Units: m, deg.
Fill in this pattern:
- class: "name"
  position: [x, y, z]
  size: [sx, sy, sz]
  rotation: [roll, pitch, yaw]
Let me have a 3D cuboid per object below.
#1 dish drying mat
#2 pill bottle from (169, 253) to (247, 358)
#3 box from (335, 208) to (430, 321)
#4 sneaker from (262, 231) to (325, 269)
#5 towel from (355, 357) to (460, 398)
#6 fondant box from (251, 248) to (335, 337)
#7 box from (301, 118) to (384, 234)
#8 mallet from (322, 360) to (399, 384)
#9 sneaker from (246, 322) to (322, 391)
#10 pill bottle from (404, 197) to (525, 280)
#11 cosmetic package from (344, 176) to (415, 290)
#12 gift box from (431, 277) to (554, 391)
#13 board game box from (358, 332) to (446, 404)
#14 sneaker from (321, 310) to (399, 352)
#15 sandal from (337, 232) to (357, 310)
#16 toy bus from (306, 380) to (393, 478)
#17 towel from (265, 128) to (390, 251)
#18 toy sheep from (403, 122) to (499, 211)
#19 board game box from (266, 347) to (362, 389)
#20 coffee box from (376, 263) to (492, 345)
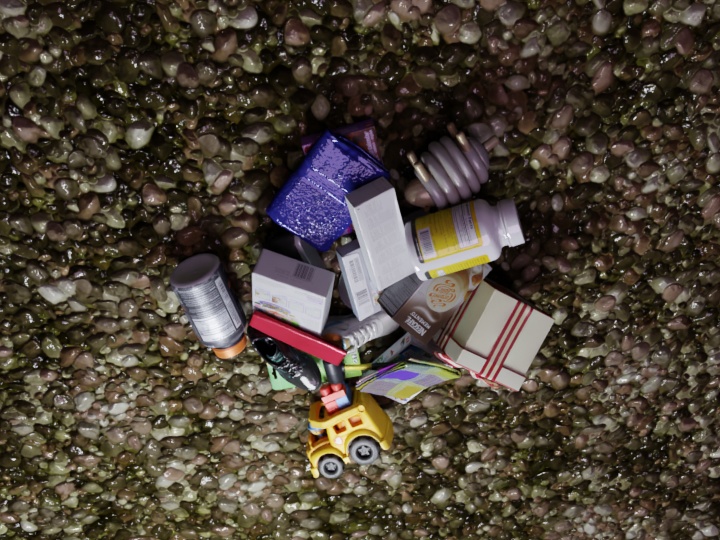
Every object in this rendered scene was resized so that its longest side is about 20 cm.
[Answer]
- class: "dish drying mat"
  position: [-0.124, 0.132, 1.583]
  size: [0.197, 0.018, 0.077]
  rotation: [24, 150, -6]
- class: "pill bottle"
  position: [-0.287, 0.076, 1.567]
  size: [0.104, 0.107, 0.202]
  rotation: [-16, 124, 4]
- class: "box"
  position: [0.062, -0.012, 1.560]
  size: [0.197, 0.041, 0.158]
  rotation: [-25, 125, -12]
- class: "sneaker"
  position: [-0.129, 0.000, 1.568]
  size: [0.097, 0.071, 0.202]
  rotation: [-7, 134, 16]
- class: "towel"
  position: [0.095, 0.225, 1.645]
  size: [0.142, 0.023, 0.199]
  rotation: [17, 150, -30]
- class: "fondant box"
  position: [-0.130, 0.051, 1.525]
  size: [0.142, 0.059, 0.201]
  rotation: [19, 150, 3]
- class: "box"
  position: [-0.019, -0.167, 1.483]
  size: [0.134, 0.039, 0.202]
  rotation: [-14, 124, 3]
- class: "mallet"
  position: [0.019, 0.208, 1.678]
  size: [0.196, 0.041, 0.067]
  rotation: [2, 130, 10]
- class: "sneaker"
  position: [-0.159, 0.186, 1.648]
  size: [0.200, 0.079, 0.075]
  rotation: [42, 98, -14]
- class: "pill bottle"
  position: [0.185, -0.061, 1.420]
  size: [0.197, 0.112, 0.112]
  rotation: [-16, 125, 14]
- class: "cosmetic package"
  position: [0.037, -0.064, 1.451]
  size: [0.082, 0.051, 0.202]
  rotation: [-27, 132, -12]
- class: "gift box"
  position: [0.254, 0.123, 1.624]
  size: [0.182, 0.200, 0.189]
  rotation: [26, 97, -18]
- class: "board game box"
  position: [0.100, 0.210, 1.716]
  size: [0.125, 0.035, 0.200]
  rotation: [26, 134, -22]
- class: "sneaker"
  position: [-0.009, 0.128, 1.654]
  size: [0.196, 0.081, 0.078]
  rotation: [-13, 123, 0]
- class: "sandal"
  position: [0.000, 0.000, 1.591]
  size: [0.074, 0.045, 0.203]
  rotation: [4, 123, -12]
- class: "toy bus"
  position: [-0.051, 0.331, 1.762]
  size: [0.198, 0.136, 0.194]
  rotation: [-26, 111, 13]
- class: "towel"
  position: [-0.060, -0.144, 1.443]
  size: [0.147, 0.050, 0.201]
  rotation: [33, 112, -21]
- class: "toy sheep"
  position: [0.165, -0.183, 1.446]
  size: [0.198, 0.139, 0.139]
  rotation: [-32, 122, 6]
- class: "board game box"
  position: [-0.100, 0.199, 1.721]
  size: [0.196, 0.030, 0.097]
  rotation: [-11, 123, -3]
- class: "coffee box"
  position: [0.142, 0.028, 1.548]
  size: [0.114, 0.080, 0.201]
  rotation: [38, 95, -35]
